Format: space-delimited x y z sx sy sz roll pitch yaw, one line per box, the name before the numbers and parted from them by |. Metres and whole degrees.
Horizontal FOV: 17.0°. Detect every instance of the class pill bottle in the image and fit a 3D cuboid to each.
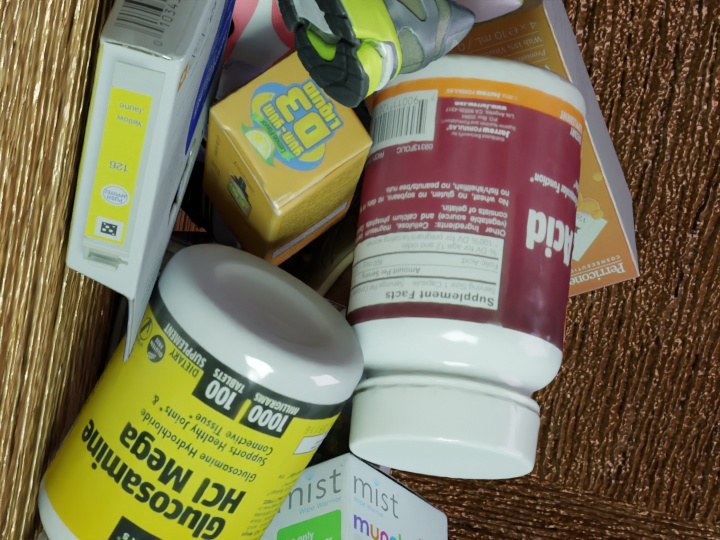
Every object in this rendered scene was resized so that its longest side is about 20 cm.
pill bottle | 0.053 0.000 1.242 0.114 0.113 0.201 102 -5 -76
pill bottle | -0.091 0.097 1.206 0.201 0.112 0.113 -59 -175 19

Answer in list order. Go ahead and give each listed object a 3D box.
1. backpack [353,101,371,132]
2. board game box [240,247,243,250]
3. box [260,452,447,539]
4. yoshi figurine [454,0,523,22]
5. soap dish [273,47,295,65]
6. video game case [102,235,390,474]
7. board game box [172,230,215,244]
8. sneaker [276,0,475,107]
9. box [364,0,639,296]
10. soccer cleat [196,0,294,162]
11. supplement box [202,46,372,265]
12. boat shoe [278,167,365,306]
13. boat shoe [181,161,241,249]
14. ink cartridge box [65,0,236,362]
backpack | 0.003 -0.124 1.637 0.178 0.199 0.152 -70 171 -67
board game box | -0.041 0.098 1.504 0.159 0.096 0.202 124 -28 -80
box | -0.055 0.216 1.269 0.097 0.199 0.178 35 45 -43
yoshi figurine | 0.040 -0.214 1.400 0.112 0.112 0.201 54 53 -34
soap dish | -0.040 -0.190 1.443 0.158 0.081 0.201 -74 179 -65
video game case | -0.070 0.099 1.365 0.023 0.181 0.201 -25 133 -63
board game box | -0.120 0.083 1.604 0.201 0.034 0.127 104 -14 -53
sneaker | -0.013 -0.173 1.194 0.201 0.080 0.074 65 -28 20
box | 0.085 -0.083 1.491 0.098 0.124 0.201 -87 156 -58
soccer cleat | -0.077 -0.119 1.313 0.200 0.076 0.067 134 -53 -58
supplement box | -0.041 -0.055 1.274 0.069 0.067 0.200 -34 176 -7
boat shoe | 0.000 0.000 1.395 0.200 0.067 0.072 -47 -153 9
boat shoe | -0.089 -0.050 1.510 0.200 0.056 0.069 85 22 -88
ink cartridge box | -0.090 -0.095 1.121 0.201 0.047 0.198 110 -4 -47
